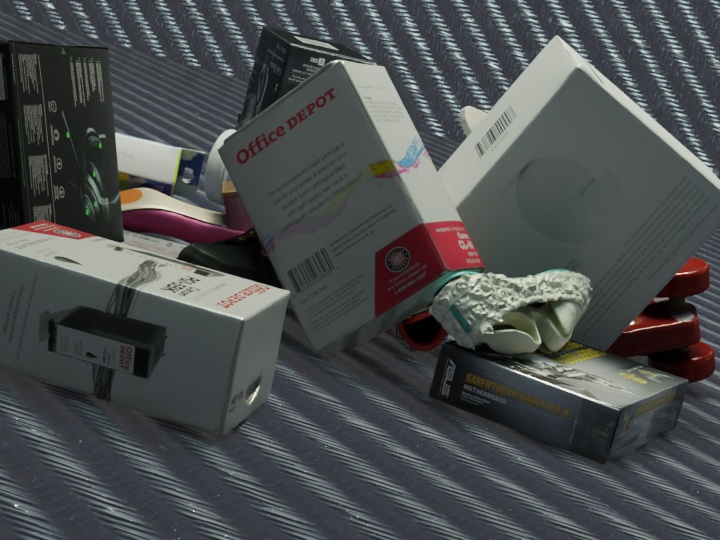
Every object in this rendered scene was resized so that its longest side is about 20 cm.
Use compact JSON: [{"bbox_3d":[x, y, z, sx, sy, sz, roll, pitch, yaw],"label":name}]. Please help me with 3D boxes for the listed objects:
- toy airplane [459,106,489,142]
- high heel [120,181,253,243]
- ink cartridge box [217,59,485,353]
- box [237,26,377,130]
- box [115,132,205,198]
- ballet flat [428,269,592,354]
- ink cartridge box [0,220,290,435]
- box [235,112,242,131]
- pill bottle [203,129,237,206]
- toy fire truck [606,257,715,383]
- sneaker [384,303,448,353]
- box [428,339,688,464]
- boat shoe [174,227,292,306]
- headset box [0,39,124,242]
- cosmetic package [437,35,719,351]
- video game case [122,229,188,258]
[{"bbox_3d":[0.129,-0.070,1.723,0.140,0.202,0.199,-6,31,-41],"label":"toy airplane"},{"bbox_3d":[-0.182,-0.031,1.693,0.198,0.097,0.067,-7,22,-1],"label":"high heel"},{"bbox_3d":[-0.008,-0.053,1.456,0.085,0.147,0.201,-2,64,-60],"label":"ink cartridge box"},{"bbox_3d":[-0.078,-0.200,2.270,0.123,0.199,0.200,10,11,-16],"label":"box"},{"bbox_3d":[-0.261,-0.100,1.751,0.198,0.048,0.122,13,-22,-6],"label":"box"},{"bbox_3d":[0.132,0.041,1.416,0.071,0.072,0.199,23,15,39],"label":"ballet flat"},{"bbox_3d":[-0.162,0.035,1.201,0.198,0.084,0.147,16,9,8],"label":"ink cartridge box"},{"bbox_3d":[-0.079,-0.185,2.623,0.198,0.048,0.193,11,8,-15],"label":"box"},{"bbox_3d":[-0.067,-0.089,1.927,0.198,0.113,0.112,18,11,19],"label":"pill bottle"},{"bbox_3d":[0.252,0.044,1.726,0.166,0.113,0.200,-9,16,-7],"label":"toy fire truck"},{"bbox_3d":[0.032,-0.025,1.525,0.067,0.203,0.108,-19,27,-14],"label":"sneaker"},{"bbox_3d":[0.167,0.097,1.437,0.157,0.049,0.200,19,11,24],"label":"box"},{"bbox_3d":[-0.093,-0.009,1.513,0.073,0.063,0.201,34,14,26],"label":"boat shoe"},{"bbox_3d":[-0.278,-0.101,1.460,0.092,0.176,0.200,-3,5,17],"label":"headset box"},{"bbox_3d":[0.191,-0.063,1.567,0.200,0.200,0.123,38,13,-16],"label":"cosmetic package"},{"bbox_3d":[-0.175,0.000,1.561,0.142,0.018,0.200,15,10,-2],"label":"video game case"}]
